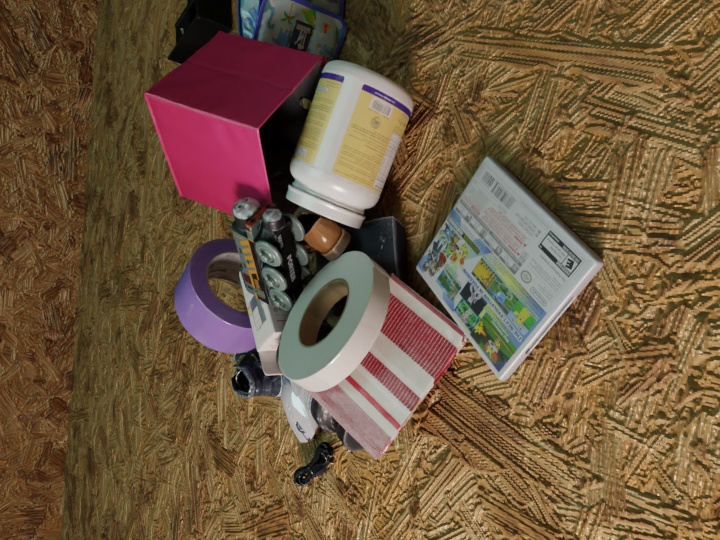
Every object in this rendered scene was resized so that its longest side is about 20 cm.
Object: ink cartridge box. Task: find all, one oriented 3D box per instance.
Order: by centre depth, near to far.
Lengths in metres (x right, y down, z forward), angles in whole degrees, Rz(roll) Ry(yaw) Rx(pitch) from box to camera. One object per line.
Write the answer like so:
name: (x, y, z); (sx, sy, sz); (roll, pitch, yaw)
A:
ink cartridge box: (-0.130, 0.073, 0.955); (0.067, 0.115, 0.204); (-43, 56, 37)

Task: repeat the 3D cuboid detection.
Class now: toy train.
toy train: (-0.139, -0.021, 0.837); (0.112, 0.086, 0.203); (24, 145, 22)

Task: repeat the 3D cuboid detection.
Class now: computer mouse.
computer mouse: (-0.106, 0.262, 0.967); (0.110, 0.043, 0.204); (-46, 53, 39)

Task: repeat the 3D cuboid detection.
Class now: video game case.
video game case: (0.166, -0.006, 0.670); (0.201, 0.022, 0.184); (56, 127, 37)

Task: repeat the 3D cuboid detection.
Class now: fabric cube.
fabric cube: (-0.174, -0.220, 0.863); (0.195, 0.202, 0.199); (19, 144, 18)

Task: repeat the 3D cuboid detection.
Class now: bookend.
bookend: (-0.410, -0.660, 1.388); (0.197, 0.090, 0.206); (-19, 71, 49)

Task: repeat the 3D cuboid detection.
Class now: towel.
towel: (0.032, 0.125, 0.737); (0.143, 0.023, 0.202); (38, 90, 26)

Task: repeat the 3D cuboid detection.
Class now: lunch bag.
lunch bag: (-0.119, -0.441, 0.946); (0.126, 0.167, 0.206); (1, 87, 53)

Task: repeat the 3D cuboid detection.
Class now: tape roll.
tape roll: (-0.039, 0.067, 0.768); (0.202, 0.037, 0.206); (-38, 32, 29)
tape roll: (-0.240, 0.045, 1.030); (0.085, 0.197, 0.203); (-46, 53, 36)

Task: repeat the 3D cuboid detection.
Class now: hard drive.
hard drive: (0.000, 0.000, 0.859); (0.198, 0.042, 0.139); (-14, 76, 50)

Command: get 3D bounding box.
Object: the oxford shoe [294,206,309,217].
oxford shoe: (-0.147, -0.131, 0.970); (0.196, 0.074, 0.072); (21, 109, 13)

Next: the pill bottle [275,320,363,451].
pill bottle: (-0.042, 0.172, 0.842); (0.200, 0.110, 0.114); (42, 118, 43)

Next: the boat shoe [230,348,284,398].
boat shoe: (-0.224, 0.192, 1.082); (0.198, 0.089, 0.073); (17, 100, 50)

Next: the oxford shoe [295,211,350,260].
oxford shoe: (-0.082, -0.069, 0.887); (0.072, 0.071, 0.199); (-55, 23, -10)

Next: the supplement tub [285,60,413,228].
supplement tub: (-0.019, -0.180, 0.801); (0.144, 0.143, 0.204); (31, 102, 47)
